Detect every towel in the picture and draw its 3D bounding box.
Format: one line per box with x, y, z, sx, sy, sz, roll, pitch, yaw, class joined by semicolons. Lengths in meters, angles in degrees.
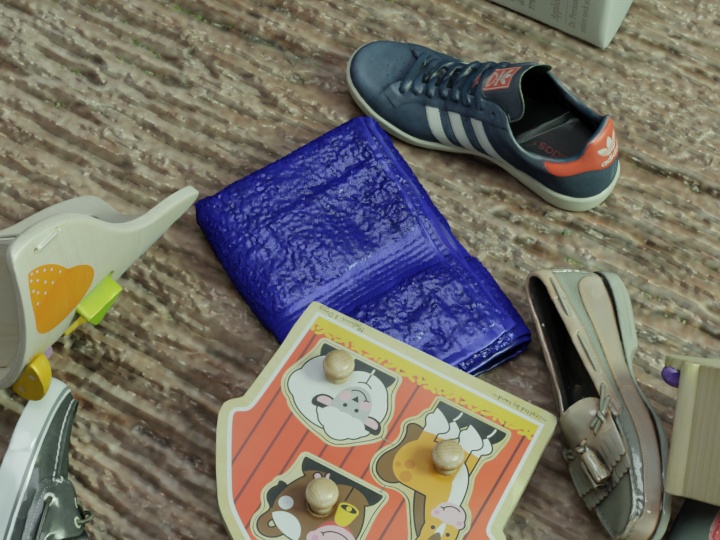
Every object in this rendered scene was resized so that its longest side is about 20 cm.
0.000;0.000;1.817;0.147;0.050;0.200;-28;65;-17;towel

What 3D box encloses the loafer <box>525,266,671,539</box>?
0.142;0.084;1.754;0.063;0.072;0.201;12;49;-26;loafer

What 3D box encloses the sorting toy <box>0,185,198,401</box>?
-0.196;-0.006;1.771;0.180;0.199;0.107;-37;112;-37;sorting toy

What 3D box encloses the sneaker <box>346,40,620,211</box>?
0.083;-0.116;1.863;0.199;0.085;0.075;23;63;11;sneaker

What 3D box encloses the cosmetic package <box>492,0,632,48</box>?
0.118;-0.292;1.916;0.199;0.168;0.167;24;64;11;cosmetic package

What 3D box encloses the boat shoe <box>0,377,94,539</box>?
-0.197;0.163;1.712;0.066;0.070;0.201;16;62;-1;boat shoe

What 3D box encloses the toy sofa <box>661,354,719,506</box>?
0.277;0.104;1.707;0.199;0.097;0.083;6;92;-29;toy sofa

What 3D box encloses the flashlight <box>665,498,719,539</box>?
0.221;0.167;1.723;0.068;0.068;0.200;6;50;38;flashlight

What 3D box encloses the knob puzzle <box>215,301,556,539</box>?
0.000;0.124;1.701;0.218;0.031;0.221;2;57;-3;knob puzzle
